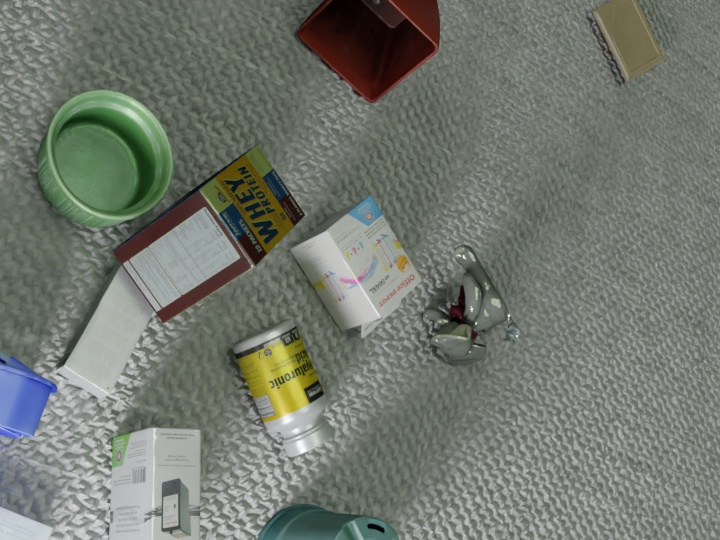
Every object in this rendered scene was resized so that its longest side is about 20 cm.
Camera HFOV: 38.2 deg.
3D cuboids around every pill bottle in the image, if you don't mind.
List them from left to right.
[{"bbox_3d":[-0.120,0.190,1.675,0.110,0.111,0.203,-25,93,-37],"label":"pill bottle"}]

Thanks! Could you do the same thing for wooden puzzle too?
[{"bbox_3d":[0.631,-0.553,2.460,0.199,0.037,0.187,-32,96,-41],"label":"wooden puzzle"}]

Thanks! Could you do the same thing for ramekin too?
[{"bbox_3d":[-0.394,-0.163,1.584,0.197,0.097,0.204,10,72,-33],"label":"ramekin"}]

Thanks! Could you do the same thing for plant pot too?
[{"bbox_3d":[-0.039,0.459,1.607,0.198,0.195,0.204,11,70,-32],"label":"plant pot"},{"bbox_3d":[0.034,-0.475,1.925,0.199,0.199,0.178,39,47,-20],"label":"plant pot"}]

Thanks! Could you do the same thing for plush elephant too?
[{"bbox_3d":[0.189,0.092,1.911,0.153,0.165,0.201,-30,58,-2],"label":"plush elephant"}]

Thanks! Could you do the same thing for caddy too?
[{"bbox_3d":[-0.508,0.153,1.392,0.198,0.141,0.107,23,68,-29],"label":"caddy"}]

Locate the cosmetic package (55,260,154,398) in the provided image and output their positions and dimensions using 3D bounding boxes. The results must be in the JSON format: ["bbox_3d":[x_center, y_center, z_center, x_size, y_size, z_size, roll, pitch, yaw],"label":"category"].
[{"bbox_3d":[-0.371,0.083,1.563,0.082,0.050,0.202,36,59,-20],"label":"cosmetic package"}]

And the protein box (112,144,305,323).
[{"bbox_3d":[-0.226,-0.057,1.574,0.136,0.198,0.199,55,31,-10],"label":"protein box"}]

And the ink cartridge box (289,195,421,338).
[{"bbox_3d":[0.000,0.000,1.802,0.128,0.125,0.202,-39,100,-36],"label":"ink cartridge box"}]

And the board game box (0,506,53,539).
[{"bbox_3d":[-0.536,0.400,1.365,0.198,0.043,0.202,31,62,-25],"label":"board game box"}]

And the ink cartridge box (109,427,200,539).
[{"bbox_3d":[-0.296,0.334,1.489,0.083,0.145,0.204,8,73,-34],"label":"ink cartridge box"}]
